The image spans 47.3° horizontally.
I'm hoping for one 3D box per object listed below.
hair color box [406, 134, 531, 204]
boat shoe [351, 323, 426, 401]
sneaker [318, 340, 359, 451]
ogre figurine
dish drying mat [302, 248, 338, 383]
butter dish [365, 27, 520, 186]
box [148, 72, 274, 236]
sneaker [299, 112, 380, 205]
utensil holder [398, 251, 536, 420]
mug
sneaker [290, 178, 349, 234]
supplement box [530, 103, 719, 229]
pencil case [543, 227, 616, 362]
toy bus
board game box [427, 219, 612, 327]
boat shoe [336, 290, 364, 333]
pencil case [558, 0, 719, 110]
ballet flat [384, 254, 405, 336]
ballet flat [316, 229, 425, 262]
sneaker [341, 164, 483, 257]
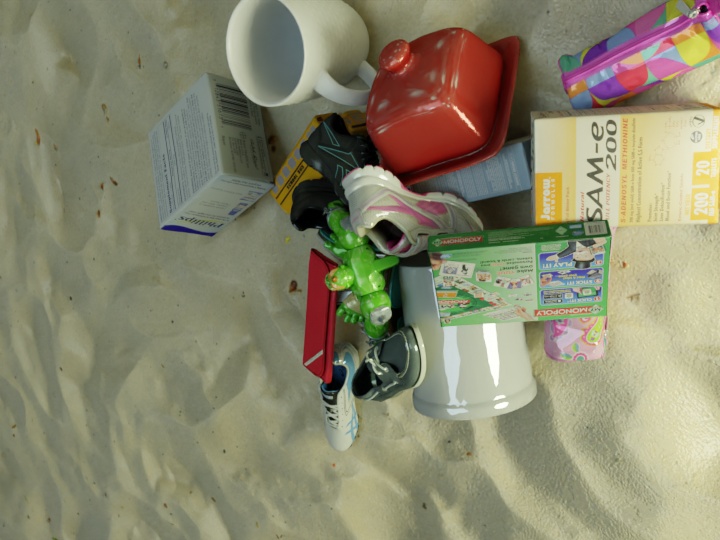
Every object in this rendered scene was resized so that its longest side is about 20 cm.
[{"bbox_3d":[0.152,-0.126,1.070,0.199,0.099,0.061,-8,101,41],"label":"hair color box"},{"bbox_3d":[0.035,0.129,1.090,0.200,0.061,0.073,119,140,-62],"label":"boat shoe"},{"bbox_3d":[-0.042,0.215,1.368,0.071,0.072,0.202,16,116,33],"label":"sneaker"},{"bbox_3d":[0.000,0.000,1.088,0.120,0.097,0.202,144,128,-80],"label":"ogre figurine"},{"bbox_3d":[-0.064,0.072,1.283,0.077,0.018,0.202,34,127,49],"label":"dish drying mat"},{"bbox_3d":[0.078,-0.224,1.016,0.199,0.148,0.201,-13,52,39],"label":"butter dish"},{"bbox_3d":[-0.248,-0.182,1.345,0.199,0.104,0.185,-30,63,41],"label":"box"},{"bbox_3d":[-0.006,-0.137,1.121,0.200,0.075,0.079,46,108,26],"label":"sneaker"},{"bbox_3d":[0.140,0.076,1.107,0.169,0.169,0.202,-2,101,40],"label":"utensil holder"},{"bbox_3d":[-0.056,-0.295,1.134,0.200,0.175,0.148,44,128,19],"label":"mug"},{"bbox_3d":[-0.009,-0.085,1.192,0.198,0.091,0.076,-5,127,14],"label":"sneaker"},{"bbox_3d":[0.291,-0.116,0.917,0.198,0.074,0.127,-2,106,9],"label":"supplement box"},{"bbox_3d":[0.275,0.017,1.032,0.087,0.087,0.202,13,113,36],"label":"pencil case"},{"bbox_3d":[-0.059,-0.170,1.254,0.078,0.065,0.200,52,131,15],"label":"toy bus"},{"bbox_3d":[0.184,0.007,0.951,0.198,0.029,0.135,-5,137,10],"label":"board game box"},{"bbox_3d":[0.020,0.063,1.263,0.198,0.073,0.069,-2,89,31],"label":"boat shoe"},{"bbox_3d":[0.315,-0.242,0.906,0.199,0.088,0.089,-25,88,43],"label":"pencil case"},{"bbox_3d":[0.045,0.052,1.179,0.072,0.068,0.202,6,108,44],"label":"ballet flat"},{"bbox_3d":[0.016,-0.021,1.247,0.199,0.069,0.070,14,113,32],"label":"ballet flat"},{"bbox_3d":[0.064,-0.052,1.024,0.081,0.198,0.089,-42,36,54],"label":"sneaker"}]
